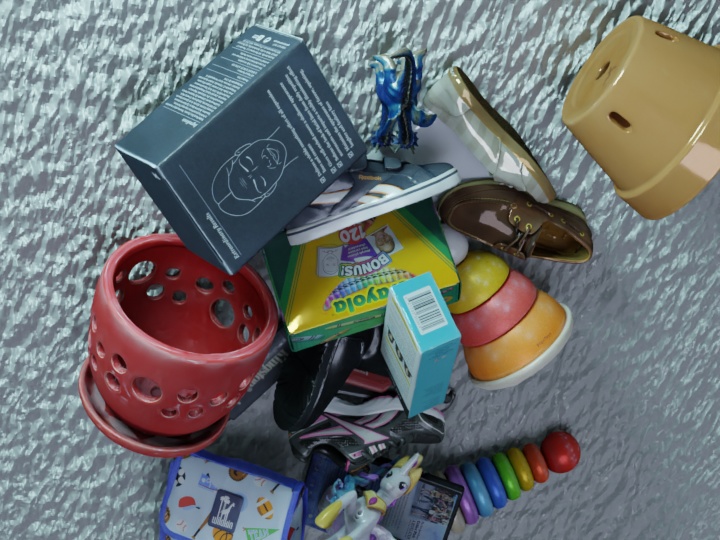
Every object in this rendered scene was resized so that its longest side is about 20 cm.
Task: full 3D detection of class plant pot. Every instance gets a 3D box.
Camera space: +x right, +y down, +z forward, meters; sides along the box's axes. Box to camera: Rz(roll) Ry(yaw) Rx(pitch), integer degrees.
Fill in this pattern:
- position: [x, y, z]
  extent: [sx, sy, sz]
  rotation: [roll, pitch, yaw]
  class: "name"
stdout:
- position: [-0.206, 0.089, 1.658]
  extent: [0.198, 0.202, 0.184]
  rotation: [7, 131, -18]
  class: "plant pot"
- position: [0.309, -0.176, 1.603]
  extent: [0.139, 0.201, 0.201]
  rotation: [33, 114, -12]
  class: "plant pot"

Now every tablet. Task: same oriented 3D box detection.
- position: [0.044, -0.088, 1.701]
  extent: [0.199, 0.014, 0.130]
  rotation: [-38, 125, 14]
  class: "tablet"

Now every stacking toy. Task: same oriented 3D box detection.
- position: [0.194, 0.265, 1.957]
  extent: [0.198, 0.086, 0.086]
  rotation: [-24, 128, -2]
  class: "stacking toy"
- position: [0.144, 0.024, 1.758]
  extent: [0.145, 0.146, 0.201]
  rotation: [-32, 108, 11]
  class: "stacking toy"

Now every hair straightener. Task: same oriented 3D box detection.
- position: [0.029, 0.147, 1.862]
  extent: [0.198, 0.041, 0.077]
  rotation: [11, 148, -27]
  class: "hair straightener"

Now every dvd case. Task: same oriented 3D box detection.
- position: [0.022, 0.298, 1.921]
  extent: [0.198, 0.018, 0.144]
  rotation: [19, 122, 5]
  class: "dvd case"

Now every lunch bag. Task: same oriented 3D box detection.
- position: [-0.158, 0.320, 1.850]
  extent: [0.168, 0.124, 0.202]
  rotation: [16, 122, 10]
  class: "lunch bag"

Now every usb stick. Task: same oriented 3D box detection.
- position: [-0.106, 0.106, 1.793]
  extent: [0.200, 0.033, 0.055]
  rotation: [-42, 125, 18]
  class: "usb stick"

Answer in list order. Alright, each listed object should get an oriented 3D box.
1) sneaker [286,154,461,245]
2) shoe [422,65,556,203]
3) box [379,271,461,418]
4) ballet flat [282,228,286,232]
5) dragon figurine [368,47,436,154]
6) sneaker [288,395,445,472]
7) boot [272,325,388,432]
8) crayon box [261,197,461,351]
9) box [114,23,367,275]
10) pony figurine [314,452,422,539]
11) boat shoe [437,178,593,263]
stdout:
- position: [0.007, -0.094, 1.613]
  extent: [0.198, 0.078, 0.080]
  rotation: [-19, 93, -6]
  class: "sneaker"
- position: [0.144, -0.140, 1.654]
  extent: [0.053, 0.070, 0.200]
  rotation: [-38, 117, 13]
  class: "shoe"
- position: [0.063, 0.084, 1.629]
  extent: [0.049, 0.083, 0.200]
  rotation: [-21, 158, -11]
  class: "box"
- position: [-0.142, -0.106, 1.619]
  extent: [0.199, 0.068, 0.076]
  rotation: [21, 97, -32]
  class: "ballet flat"
- position: [0.044, -0.174, 1.560]
  extent: [0.058, 0.200, 0.101]
  rotation: [-9, 89, -10]
  class: "dragon figurine"
- position: [0.004, 0.206, 1.832]
  extent: [0.197, 0.087, 0.081]
  rotation: [2, 153, -3]
  class: "sneaker"
- position: [-0.001, 0.106, 1.761]
  extent: [0.161, 0.073, 0.200]
  rotation: [11, 108, -38]
  class: "boot"
- position: [0.000, 0.000, 1.659]
  extent: [0.198, 0.120, 0.058]
  rotation: [-17, 158, -5]
  class: "crayon box"
- position: [-0.119, -0.124, 1.524]
  extent: [0.200, 0.107, 0.149]
  rotation: [-43, 124, -15]
  class: "box"
- position: [-0.003, 0.322, 1.827]
  extent: [0.199, 0.166, 0.194]
  rotation: [-34, 154, -45]
  class: "pony figurine"
- position: [0.183, -0.052, 1.720]
  extent: [0.198, 0.068, 0.072]
  rotation: [12, 124, -25]
  class: "boat shoe"
